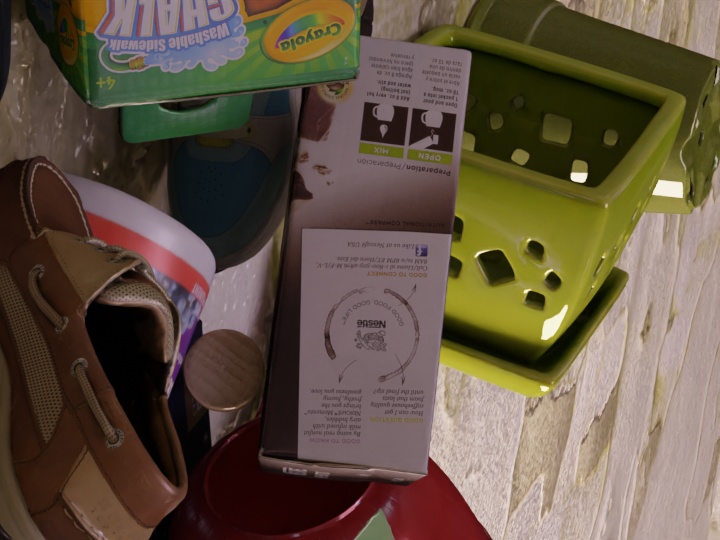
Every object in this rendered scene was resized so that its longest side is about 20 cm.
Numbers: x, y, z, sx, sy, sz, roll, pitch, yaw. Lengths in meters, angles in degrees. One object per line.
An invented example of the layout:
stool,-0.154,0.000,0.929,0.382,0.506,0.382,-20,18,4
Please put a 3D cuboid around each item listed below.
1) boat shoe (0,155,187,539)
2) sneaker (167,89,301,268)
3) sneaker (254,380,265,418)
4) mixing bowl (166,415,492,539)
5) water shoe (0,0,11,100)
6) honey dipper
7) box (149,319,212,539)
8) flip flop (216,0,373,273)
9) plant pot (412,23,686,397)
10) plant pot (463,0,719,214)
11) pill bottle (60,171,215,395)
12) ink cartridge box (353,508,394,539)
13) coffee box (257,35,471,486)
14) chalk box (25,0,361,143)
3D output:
boat shoe,-0.099,0.028,0.594,0.076,0.074,0.201,46,18,-43
sneaker,-0.078,-0.109,0.827,0.131,0.079,0.201,35,61,-68
sneaker,-0.044,0.089,1.022,0.112,0.071,0.201,-40,140,-60
mixing bowl,-0.027,0.146,0.875,0.200,0.199,0.109,-55,143,-41
water shoe,-0.171,-0.057,0.642,0.079,0.071,0.201,23,82,-69
honey dipper,-0.071,0.056,0.835,0.200,0.038,0.038,130,-22,-81
box,-0.128,0.106,0.888,0.200,0.032,0.122,-49,145,-50
flip flop,-0.053,-0.094,0.930,0.201,0.057,0.081,-61,162,1
plant pot,0.095,-0.038,1.132,0.200,0.198,0.182,-45,149,-52
plant pot,0.190,-0.124,1.302,0.200,0.189,0.201,13,90,-67
pill bottle,-0.147,0.066,0.714,0.201,0.111,0.111,-70,157,-15
ink cartridge box,-0.018,0.208,0.591,0.200,0.048,0.146,-42,126,-32
coffee box,0.000,0.000,0.786,0.113,0.079,0.201,110,-13,-79
chalk box,-0.075,-0.146,0.692,0.124,0.124,0.201,-10,119,-19
